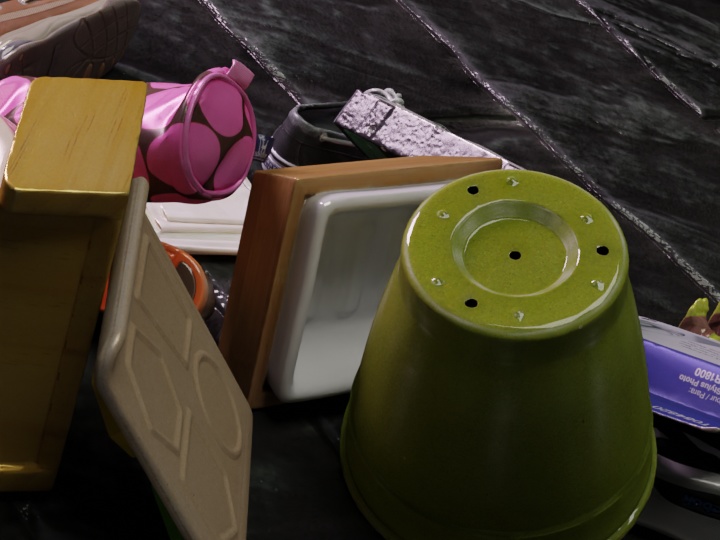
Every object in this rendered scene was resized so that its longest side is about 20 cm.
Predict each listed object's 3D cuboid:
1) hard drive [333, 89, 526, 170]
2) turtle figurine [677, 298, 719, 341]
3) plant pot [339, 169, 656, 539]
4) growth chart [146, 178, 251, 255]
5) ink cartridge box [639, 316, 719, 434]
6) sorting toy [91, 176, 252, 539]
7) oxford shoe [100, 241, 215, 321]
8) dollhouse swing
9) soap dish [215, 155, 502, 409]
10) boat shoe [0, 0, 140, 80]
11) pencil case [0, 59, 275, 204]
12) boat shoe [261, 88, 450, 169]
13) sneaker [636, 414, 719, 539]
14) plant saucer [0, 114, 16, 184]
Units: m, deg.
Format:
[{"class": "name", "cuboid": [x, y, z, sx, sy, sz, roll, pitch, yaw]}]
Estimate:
[{"class": "hard drive", "cuboid": [0.085, -0.054, 1.569, 0.200, 0.038, 0.140, 29, -11, 42]}, {"class": "turtle figurine", "cuboid": [0.327, 0.078, 1.640, 0.161, 0.064, 0.200, 36, 38, 31]}, {"class": "plant pot", "cuboid": [0.086, 0.048, 1.289, 0.200, 0.193, 0.201, 0, 49, 0]}, {"class": "growth chart", "cuboid": [-0.136, -0.070, 1.551, 0.145, 0.018, 0.200, 7, 35, -30]}, {"class": "ink cartridge box", "cuboid": [0.217, 0.067, 1.484, 0.199, 0.041, 0.200, 19, 8, 37]}, {"class": "sorting toy", "cuboid": [-0.106, 0.074, 1.205, 0.036, 0.200, 0.185, -15, 31, 9]}, {"class": "oxford shoe", "cuboid": [-0.186, -0.008, 1.385, 0.200, 0.071, 0.073, 26, -4, 12]}, {"class": "dollhouse swing", "cuboid": [-0.229, -0.002, 1.189, 0.176, 0.200, 0.182, 13, 31, -8]}, {"class": "soap dish", "cuboid": [0.000, 0.000, 1.421, 0.081, 0.158, 0.200, 28, 24, 38]}, {"class": "boat shoe", "cuboid": [-0.235, -0.176, 1.587, 0.072, 0.076, 0.200, 34, 28, 17]}, {"class": "pencil case", "cuboid": [-0.161, -0.090, 1.396, 0.200, 0.094, 0.091, 3, -18, 32]}, {"class": "boat shoe", "cuboid": [0.011, -0.106, 1.675, 0.199, 0.068, 0.074, -2, 40, -41]}, {"class": "sneaker", "cuboid": [0.173, 0.116, 1.460, 0.200, 0.073, 0.112, 27, 23, -10]}, {"class": "plant saucer", "cuboid": [-0.282, -0.051, 1.306, 0.200, 0.051, 0.201, 5, 42, -4]}]
